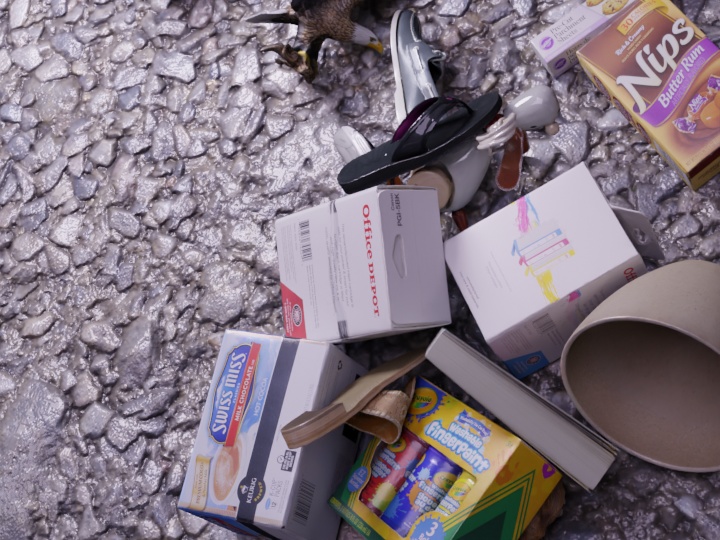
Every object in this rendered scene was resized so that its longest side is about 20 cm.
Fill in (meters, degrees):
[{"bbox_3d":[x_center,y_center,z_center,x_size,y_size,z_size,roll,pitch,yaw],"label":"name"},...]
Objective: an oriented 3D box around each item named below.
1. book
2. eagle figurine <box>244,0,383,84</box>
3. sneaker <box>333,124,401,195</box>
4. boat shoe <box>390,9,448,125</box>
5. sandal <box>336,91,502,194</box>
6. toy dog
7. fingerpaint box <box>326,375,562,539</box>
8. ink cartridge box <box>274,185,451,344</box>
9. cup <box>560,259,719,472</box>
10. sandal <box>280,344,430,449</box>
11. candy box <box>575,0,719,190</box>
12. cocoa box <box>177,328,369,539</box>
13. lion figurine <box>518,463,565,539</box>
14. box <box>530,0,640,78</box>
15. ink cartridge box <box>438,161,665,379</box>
[{"bbox_3d":[0.151,0.129,1.329,0.199,0.134,0.048,36,91,2],"label":"book"},{"bbox_3d":[-0.024,-0.319,1.625,0.152,0.151,0.201,35,96,48],"label":"eagle figurine"},{"bbox_3d":[0.006,-0.077,1.546,0.092,0.076,0.201,-36,60,9],"label":"sneaker"},{"bbox_3d":[0.073,-0.225,1.571,0.061,0.073,0.201,-12,54,14],"label":"boat shoe"},{"bbox_3d":[0.058,-0.145,1.461,0.199,0.048,0.075,-26,26,14],"label":"sandal"},{"bbox_3d":[0.139,-0.110,1.489,0.199,0.097,0.132,-26,16,42],"label":"toy dog"},{"bbox_3d":[0.077,0.216,1.348,0.167,0.073,0.200,-53,30,-5],"label":"fingerpaint box"},{"bbox_3d":[0.000,0.000,1.437,0.199,0.082,0.148,-13,81,54],"label":"ink cartridge box"},{"bbox_3d":[0.312,0.074,1.315,0.199,0.201,0.143,16,48,26],"label":"cup"},{"bbox_3d":[0.009,0.148,1.372,0.077,0.211,0.070,-20,96,47],"label":"sandal"},{"bbox_3d":[0.340,-0.198,1.472,0.116,0.056,0.200,-39,59,4],"label":"candy box"},{"bbox_3d":[-0.087,0.180,1.442,0.130,0.133,0.201,6,72,26],"label":"cocoa box"},{"bbox_3d":[0.116,0.269,1.364,0.199,0.072,0.123,-22,52,18],"label":"lion figurine"},{"bbox_3d":[0.287,-0.296,1.540,0.199,0.039,0.042,-34,60,6],"label":"box"},{"bbox_3d":[0.207,-0.003,1.404,0.199,0.129,0.126,-30,60,7],"label":"ink cartridge box"}]
